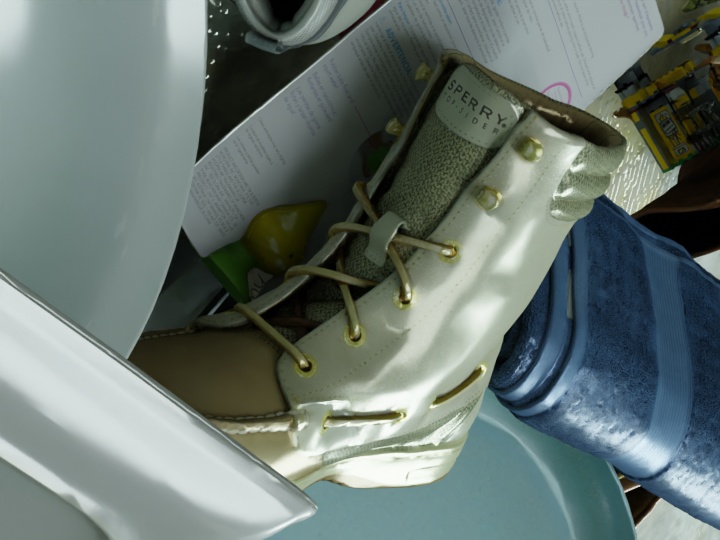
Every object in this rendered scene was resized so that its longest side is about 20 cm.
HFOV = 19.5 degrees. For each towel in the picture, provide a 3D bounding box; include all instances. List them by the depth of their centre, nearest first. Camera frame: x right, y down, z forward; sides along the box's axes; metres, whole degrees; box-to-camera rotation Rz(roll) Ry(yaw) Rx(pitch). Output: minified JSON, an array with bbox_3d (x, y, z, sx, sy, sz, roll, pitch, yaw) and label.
[{"bbox_3d":[0.118,0.034,0.869,0.200,0.049,0.112,32,49,-43],"label":"towel"}]

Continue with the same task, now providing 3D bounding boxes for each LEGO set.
[{"bbox_3d":[0.173,-0.131,0.912,0.154,0.116,0.200,-31,-179,-2],"label":"LEGO set"}]

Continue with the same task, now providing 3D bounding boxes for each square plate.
[{"bbox_3d":[-0.146,0.041,0.528,0.198,0.200,0.028,39,48,-31],"label":"square plate"}]

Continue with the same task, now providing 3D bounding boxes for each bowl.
[{"bbox_3d":[-0.119,-0.059,0.580,0.201,0.090,0.201,6,90,-75],"label":"bowl"}]

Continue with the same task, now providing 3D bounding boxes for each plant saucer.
[{"bbox_3d":[0.029,0.136,0.833,0.200,0.027,0.200,0,91,-34],"label":"plant saucer"}]

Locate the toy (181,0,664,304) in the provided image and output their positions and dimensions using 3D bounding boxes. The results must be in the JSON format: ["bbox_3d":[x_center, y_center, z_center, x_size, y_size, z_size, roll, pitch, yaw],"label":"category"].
[{"bbox_3d":[0.015,-0.067,0.756,0.200,0.047,0.115,-43,144,-11],"label":"toy"}]

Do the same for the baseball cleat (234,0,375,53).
[{"bbox_3d":[-0.001,-0.164,0.649,0.106,0.070,0.200,-55,154,-74],"label":"baseball cleat"}]

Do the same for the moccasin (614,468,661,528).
[{"bbox_3d":[0.055,0.144,0.909,0.201,0.078,0.074,-38,146,-24],"label":"moccasin"}]

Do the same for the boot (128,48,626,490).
[{"bbox_3d":[0.000,0.000,0.695,0.200,0.072,0.155,3,123,-53],"label":"boot"}]

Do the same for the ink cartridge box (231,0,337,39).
[{"bbox_3d":[0.027,-0.177,0.750,0.099,0.039,0.200,4,117,-54],"label":"ink cartridge box"}]

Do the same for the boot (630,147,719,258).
[{"bbox_3d":[0.223,-0.068,0.977,0.188,0.069,0.200,-18,-178,19],"label":"boot"}]

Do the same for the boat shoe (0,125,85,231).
[{"bbox_3d":[-0.155,0.032,0.682,0.200,0.060,0.076,-49,114,-8],"label":"boat shoe"}]

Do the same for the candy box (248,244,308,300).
[{"bbox_3d":[0.014,0.051,0.910,0.200,0.072,0.168,-2,121,-53],"label":"candy box"}]

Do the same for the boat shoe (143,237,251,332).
[{"bbox_3d":[-0.100,0.070,0.740,0.068,0.074,0.199,55,46,-15],"label":"boat shoe"}]
